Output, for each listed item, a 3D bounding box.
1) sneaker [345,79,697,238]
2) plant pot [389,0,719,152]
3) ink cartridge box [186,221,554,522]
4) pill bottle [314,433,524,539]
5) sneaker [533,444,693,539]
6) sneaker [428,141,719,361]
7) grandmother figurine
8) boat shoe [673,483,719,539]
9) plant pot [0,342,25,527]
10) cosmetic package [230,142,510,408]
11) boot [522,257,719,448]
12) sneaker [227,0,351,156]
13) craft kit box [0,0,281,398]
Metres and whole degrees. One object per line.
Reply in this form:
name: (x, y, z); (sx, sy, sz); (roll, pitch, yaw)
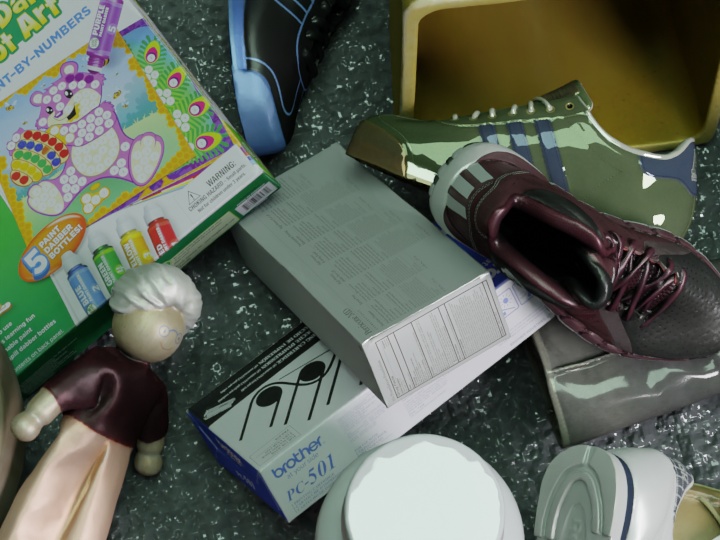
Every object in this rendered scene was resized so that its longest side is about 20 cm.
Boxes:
sneaker: (0.099, -0.069, 1.535); (0.200, 0.067, 0.090); (21, 90, 2)
plant pot: (0.104, -0.195, 1.580); (0.195, 0.194, 0.201); (-7, 63, -4)
ink cartridge box: (0.008, 0.051, 1.527); (0.200, 0.044, 0.094); (-37, 33, -14)
pill bottle: (0.030, 0.153, 1.430); (0.110, 0.200, 0.111); (0, 70, -1)
sneaker: (0.132, 0.195, 1.470); (0.076, 0.080, 0.201); (23, 101, 46)
sneaker: (0.131, 0.009, 1.439); (0.200, 0.116, 0.076); (26, 100, -21)
grandmother figurine: (-0.143, 0.090, 1.497); (0.060, 0.121, 0.201); (22, 88, 26)
boat shoe: (0.238, 0.173, 1.501); (0.200, 0.063, 0.073); (32, 71, 10)
plant pot: (-0.298, 0.079, 1.446); (0.199, 0.174, 0.201); (-2, 77, 9)
cosmetic package: (0.000, 0.000, 1.511); (0.082, 0.051, 0.200); (-27, 32, -12)
boot: (0.206, 0.061, 1.540); (0.199, 0.073, 0.182); (-15, 56, -14)
sneaker: (-0.038, -0.163, 1.621); (0.078, 0.070, 0.201); (-3, 68, 5)
craft kit box: (-0.181, -0.064, 1.563); (0.200, 0.049, 0.198); (-40, 71, 4)
